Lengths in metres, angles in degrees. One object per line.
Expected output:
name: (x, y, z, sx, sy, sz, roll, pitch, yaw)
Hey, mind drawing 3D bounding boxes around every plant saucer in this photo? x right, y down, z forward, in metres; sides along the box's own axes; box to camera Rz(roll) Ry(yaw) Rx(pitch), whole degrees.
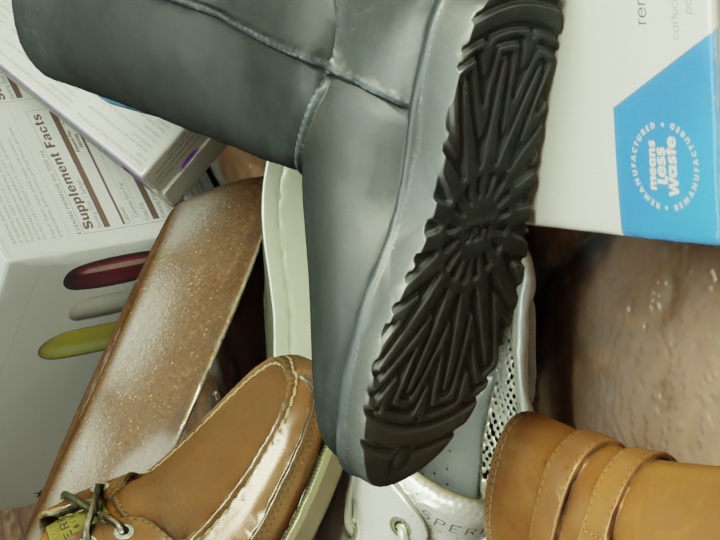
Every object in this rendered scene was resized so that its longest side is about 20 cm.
plant saucer: (-0.087, 0.047, 0.988, 0.200, 0.037, 0.201, -156, 90, -85)

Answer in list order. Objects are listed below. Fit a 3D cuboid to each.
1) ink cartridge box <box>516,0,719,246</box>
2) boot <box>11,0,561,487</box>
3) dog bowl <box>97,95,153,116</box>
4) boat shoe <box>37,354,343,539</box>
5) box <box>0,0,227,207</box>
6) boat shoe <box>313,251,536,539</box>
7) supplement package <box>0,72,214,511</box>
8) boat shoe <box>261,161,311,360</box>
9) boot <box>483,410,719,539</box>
ink cartridge box: (0.058, -0.076, 0.788, 0.200, 0.067, 0.117, 8, 105, 49)
boot: (-0.040, -0.045, 0.794, 0.200, 0.066, 0.165, 24, 107, 34)
dog bowl: (-0.069, -0.148, 0.902, 0.111, 0.049, 0.201, -11, 81, 55)
boat shoe: (-0.079, 0.106, 0.861, 0.200, 0.068, 0.072, -55, 22, 3)
box: (-0.139, -0.099, 1.034, 0.200, 0.041, 0.039, 37, 175, 24)
boat shoe: (0.024, 0.079, 0.867, 0.069, 0.071, 0.201, -164, 79, -71)
supplement package: (-0.163, -0.007, 1.138, 0.156, 0.111, 0.200, 61, 144, 29)
boat shoe: (-0.003, 0.000, 0.924, 0.060, 0.072, 0.203, -119, 33, -82)
boot: (0.105, 0.077, 0.777, 0.155, 0.076, 0.201, 39, 141, 44)
